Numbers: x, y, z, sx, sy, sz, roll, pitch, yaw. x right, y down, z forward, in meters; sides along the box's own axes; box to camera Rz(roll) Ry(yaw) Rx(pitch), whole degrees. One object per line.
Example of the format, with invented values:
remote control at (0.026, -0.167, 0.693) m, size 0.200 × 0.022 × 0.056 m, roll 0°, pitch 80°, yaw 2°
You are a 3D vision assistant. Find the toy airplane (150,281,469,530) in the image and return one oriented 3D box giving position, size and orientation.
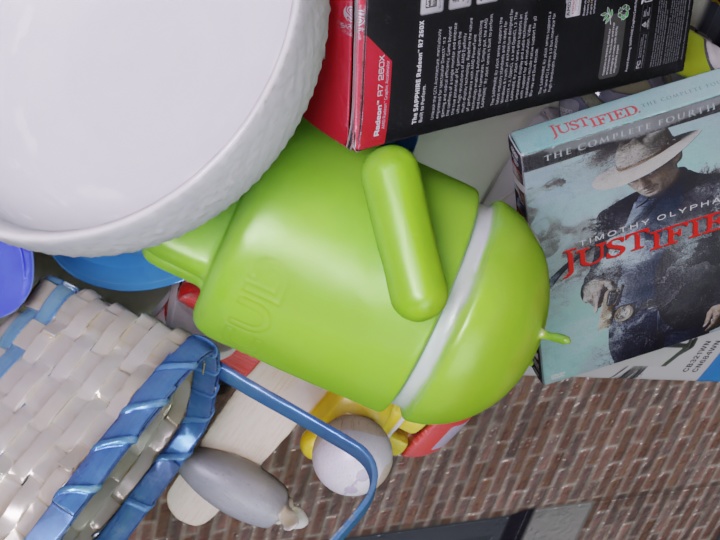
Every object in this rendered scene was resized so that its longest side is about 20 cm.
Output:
toy airplane at (-0.027, 0.062, 0.951) m, size 0.198 × 0.141 × 0.200 m, roll -17°, pitch 140°, yaw -7°

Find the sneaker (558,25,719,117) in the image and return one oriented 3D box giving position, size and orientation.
sneaker at (0.179, -0.083, 0.923) m, size 0.199 × 0.074 × 0.081 m, roll 18°, pitch 94°, yaw -30°

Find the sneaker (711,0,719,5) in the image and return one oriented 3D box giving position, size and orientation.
sneaker at (0.220, -0.172, 0.869) m, size 0.199 × 0.070 × 0.090 m, roll 3°, pitch 140°, yaw -21°

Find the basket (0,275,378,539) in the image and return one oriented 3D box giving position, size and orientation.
basket at (-0.113, 0.110, 0.844) m, size 0.176 × 0.200 × 0.139 m, roll -49°, pitch 164°, yaw -23°

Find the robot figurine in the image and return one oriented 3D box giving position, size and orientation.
robot figurine at (0.000, 0.000, 0.798) m, size 0.199 × 0.116 × 0.175 m, roll 24°, pitch 170°, yaw -4°

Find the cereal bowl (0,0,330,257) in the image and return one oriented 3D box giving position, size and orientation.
cereal bowl at (-0.101, -0.098, 0.711) m, size 0.200 × 0.201 × 0.083 m, roll -32°, pitch 159°, yaw 12°

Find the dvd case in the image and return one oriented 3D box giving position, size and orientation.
dvd case at (0.155, -0.021, 0.902) m, size 0.145 × 0.022 × 0.200 m, roll -17°, pitch 140°, yaw -4°

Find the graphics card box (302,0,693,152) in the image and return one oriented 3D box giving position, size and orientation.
graphics card box at (0.067, -0.136, 0.752) m, size 0.199 × 0.051 × 0.126 m, roll -16°, pitch 123°, yaw -31°

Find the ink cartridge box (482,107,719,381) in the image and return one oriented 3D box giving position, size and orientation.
ink cartridge box at (0.173, -0.010, 1.008) m, size 0.199 × 0.085 × 0.146 m, roll 2°, pitch 135°, yaw -27°

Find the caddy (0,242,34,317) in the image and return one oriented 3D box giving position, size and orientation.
caddy at (-0.248, -0.024, 0.787) m, size 0.141 × 0.105 × 0.200 m, roll -47°, pitch 138°, yaw -7°

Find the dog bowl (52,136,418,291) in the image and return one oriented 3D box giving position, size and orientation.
dog bowl at (-0.070, -0.063, 0.865) m, size 0.199 × 0.050 × 0.112 m, roll -23°, pitch 140°, yaw 0°
